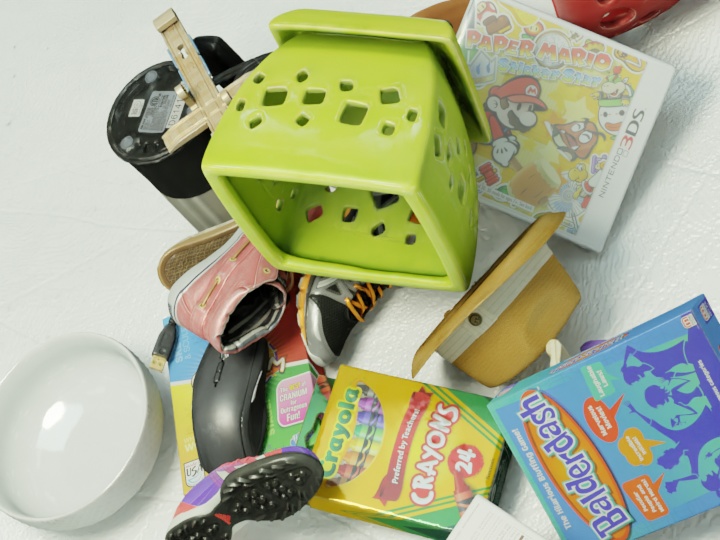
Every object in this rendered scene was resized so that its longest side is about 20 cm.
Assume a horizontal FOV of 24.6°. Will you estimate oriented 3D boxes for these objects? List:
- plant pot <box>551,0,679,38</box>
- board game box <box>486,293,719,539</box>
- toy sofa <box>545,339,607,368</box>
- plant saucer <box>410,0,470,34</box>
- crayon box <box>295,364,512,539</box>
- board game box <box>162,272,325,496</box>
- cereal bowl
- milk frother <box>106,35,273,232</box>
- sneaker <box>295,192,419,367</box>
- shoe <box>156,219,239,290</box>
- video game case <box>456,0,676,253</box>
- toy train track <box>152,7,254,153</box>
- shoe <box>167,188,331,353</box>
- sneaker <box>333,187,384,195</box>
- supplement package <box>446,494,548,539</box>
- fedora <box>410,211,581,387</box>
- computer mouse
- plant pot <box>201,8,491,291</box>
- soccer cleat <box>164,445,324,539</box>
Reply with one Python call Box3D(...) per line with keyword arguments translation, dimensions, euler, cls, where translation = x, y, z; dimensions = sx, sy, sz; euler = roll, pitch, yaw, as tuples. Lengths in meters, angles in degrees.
Box3D(translation=(0.251, -0.330, 1.565), dimensions=(0.181, 0.201, 0.202), euler=(-17, 56, 8), cls="plant pot")
Box3D(translation=(0.222, 0.130, 1.323), dimensions=(0.199, 0.045, 0.153), euler=(-29, 92, 31), cls="board game box")
Box3D(translation=(0.259, 0.087, 1.387), dimensions=(0.198, 0.083, 0.098), euler=(-2, 63, 27), cls="toy sofa")
Box3D(translation=(0.116, -0.203, 1.600), dimensions=(0.198, 0.038, 0.201), euler=(2, 46, -2), cls="plant saucer")
Box3D(translation=(0.030, 0.162, 1.460), dimensions=(0.198, 0.051, 0.128), euler=(10, 68, 18), cls="crayon box")
Box3D(translation=(-0.109, 0.111, 1.597), dimensions=(0.152, 0.040, 0.201), euler=(-23, 55, 15), cls="board game box")
Box3D(translation=(-0.275, 0.167, 1.627), dimensions=(0.198, 0.083, 0.202), euler=(-14, 57, 22), cls="cereal bowl")
Box3D(translation=(-0.112, -0.124, 1.640), dimensions=(0.199, 0.188, 0.181), euler=(23, 76, 35), cls="milk frother")
Box3D(translation=(0.000, 0.000, 1.582), dimensions=(0.077, 0.078, 0.202), euler=(11, 67, 27), cls="sneaker")
Box3D(translation=(-0.106, -0.027, 1.649), dimensions=(0.198, 0.053, 0.071), euler=(-13, 100, -1), cls="shoe")
Box3D(translation=(0.163, -0.138, 1.513), dimensions=(0.198, 0.023, 0.184), euler=(23, 95, 7), cls="video game case")
Box3D(translation=(-0.158, -0.186, 1.560), dimensions=(0.114, 0.033, 0.201), euler=(-34, 52, 6), cls="toy train track")
Box3D(translation=(-0.084, -0.005, 1.556), dimensions=(0.200, 0.072, 0.091), euler=(-43, 43, -15), cls="shoe")
Box3D(translation=(0.039, -0.135, 1.611), dimensions=(0.198, 0.074, 0.112), euler=(-2, 39, -8), cls="sneaker")
Box3D(translation=(0.154, 0.290, 1.302), dimensions=(0.199, 0.121, 0.120), euler=(30, 80, 36), cls="supplement package")
Box3D(translation=(0.131, 0.040, 1.457), dimensions=(0.082, 0.201, 0.201), euler=(42, 86, 1), cls="fedora")
Box3D(translation=(-0.149, 0.096, 1.571), dimensions=(0.139, 0.046, 0.202), euler=(-4, 61, 25), cls="computer mouse")
Box3D(translation=(0.004, -0.111, 1.425), dimensions=(0.198, 0.199, 0.183), euler=(8, 67, 21), cls="plant pot")
Box3D(translation=(-0.102, 0.190, 1.460), dimensions=(0.200, 0.068, 0.074), euler=(-37, 27, 39), cls="soccer cleat")
